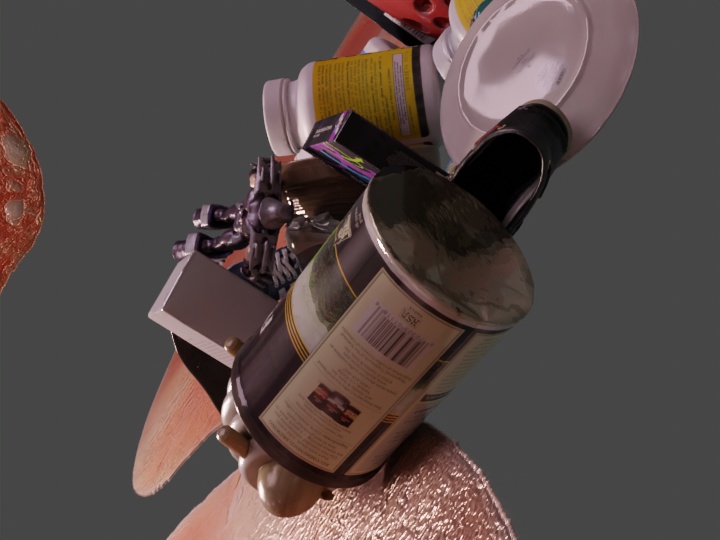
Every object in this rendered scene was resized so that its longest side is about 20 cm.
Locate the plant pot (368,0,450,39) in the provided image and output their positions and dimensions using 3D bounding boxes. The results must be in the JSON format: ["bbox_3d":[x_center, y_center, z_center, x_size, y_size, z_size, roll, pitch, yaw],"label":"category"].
[{"bbox_3d":[0.124,-0.333,1.247,0.201,0.181,0.201,-54,12,17],"label":"plant pot"}]

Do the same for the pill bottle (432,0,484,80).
[{"bbox_3d":[0.154,-0.258,1.107,0.200,0.111,0.113,-47,16,44],"label":"pill bottle"}]

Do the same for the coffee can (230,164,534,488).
[{"bbox_3d":[0.013,0.044,0.861,0.200,0.145,0.147,-50,14,33],"label":"coffee can"}]

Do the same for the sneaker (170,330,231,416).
[{"bbox_3d":[-0.157,0.087,1.393,0.083,0.202,0.121,-21,19,12],"label":"sneaker"}]

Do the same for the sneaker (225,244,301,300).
[{"bbox_3d":[-0.079,-0.006,1.376,0.108,0.071,0.199,-36,-13,37],"label":"sneaker"}]

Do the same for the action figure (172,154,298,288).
[{"bbox_3d":[-0.117,-0.048,1.187,0.199,0.069,0.132,-10,63,56],"label":"action figure"}]

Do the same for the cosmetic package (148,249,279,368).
[{"bbox_3d":[-0.112,0.066,1.191,0.072,0.199,0.101,-61,13,-15],"label":"cosmetic package"}]

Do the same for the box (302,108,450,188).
[{"bbox_3d":[0.024,-0.092,1.074,0.036,0.142,0.200,-59,11,-1],"label":"box"}]

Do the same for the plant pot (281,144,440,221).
[{"bbox_3d":[-0.005,-0.078,1.270,0.201,0.198,0.094,177,85,-76],"label":"plant pot"}]

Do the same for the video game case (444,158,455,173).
[{"bbox_3d":[0.074,-0.033,1.110,0.202,0.018,0.143,-62,13,-14],"label":"video game case"}]

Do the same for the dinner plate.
[{"bbox_3d":[0.136,-0.166,0.945,0.199,0.024,0.203,-22,56,38],"label":"dinner plate"}]

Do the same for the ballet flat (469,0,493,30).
[{"bbox_3d":[0.134,-0.145,1.013,0.072,0.071,0.203,-42,42,53],"label":"ballet flat"}]

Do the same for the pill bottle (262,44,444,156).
[{"bbox_3d":[-0.004,-0.184,1.297,0.112,0.197,0.114,-7,-90,-81],"label":"pill bottle"}]

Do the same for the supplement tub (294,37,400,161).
[{"bbox_3d":[0.014,-0.169,1.423,0.201,0.131,0.132,-54,12,15],"label":"supplement tub"}]

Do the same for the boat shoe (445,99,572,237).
[{"bbox_3d":[0.088,-0.047,0.910,0.202,0.074,0.063,-53,-7,38],"label":"boat shoe"}]

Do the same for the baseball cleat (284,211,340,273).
[{"bbox_3d":[0.000,0.000,1.152,0.069,0.108,0.199,-31,29,-23],"label":"baseball cleat"}]

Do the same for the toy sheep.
[{"bbox_3d":[-0.059,0.119,0.996,0.138,0.136,0.202,-46,31,45],"label":"toy sheep"}]

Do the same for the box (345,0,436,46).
[{"bbox_3d":[0.103,-0.382,1.414,0.198,0.199,0.124,-62,14,-14],"label":"box"}]
